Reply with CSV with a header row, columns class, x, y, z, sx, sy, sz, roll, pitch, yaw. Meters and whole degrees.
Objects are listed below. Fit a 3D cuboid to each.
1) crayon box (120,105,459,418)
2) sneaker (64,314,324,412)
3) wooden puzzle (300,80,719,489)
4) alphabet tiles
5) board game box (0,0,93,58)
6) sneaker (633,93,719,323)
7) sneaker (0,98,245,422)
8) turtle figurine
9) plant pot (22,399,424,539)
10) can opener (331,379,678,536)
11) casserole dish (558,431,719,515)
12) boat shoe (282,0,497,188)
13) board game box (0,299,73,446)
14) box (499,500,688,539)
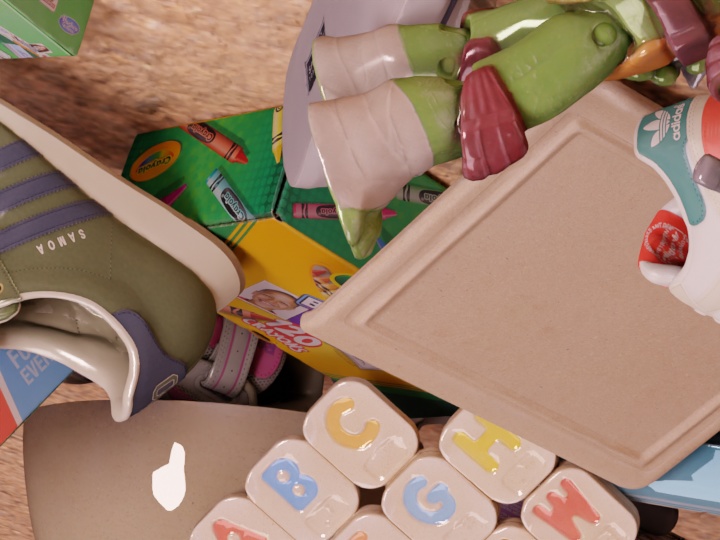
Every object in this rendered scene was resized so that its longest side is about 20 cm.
class,x,y,z,sx,sy,sz,roll,pitch,yaw
crayon box,0.000,0.000,1.212,0.200,0.058,0.119,32,155,-36
sneaker,-0.085,0.029,1.336,0.088,0.081,0.200,0,162,34
wooden puzzle,0.103,0.006,1.120,0.185,0.037,0.200,27,134,-27
alphabet tiles,0.028,0.150,1.245,0.196,0.200,0.015,42,-162,-6
board game box,-0.215,-0.140,1.053,0.134,0.029,0.200,1,155,35
sneaker,0.160,0.001,1.043,0.093,0.070,0.200,1,142,23
sneaker,-0.151,-0.011,1.124,0.200,0.090,0.067,30,151,-5
turtle figurine,0.091,-0.044,0.857,0.194,0.144,0.200,-17,145,8
plant pot,-0.072,0.146,1.348,0.200,0.135,0.200,3,169,1
can opener,0.081,0.074,1.377,0.200,0.053,0.066,25,-167,-18
casserole dish,0.173,0.085,1.254,0.200,0.039,0.121,7,-170,22
boat shoe,0.020,-0.080,0.979,0.066,0.072,0.200,1,155,-13
board game box,-0.207,0.058,1.225,0.200,0.153,0.040,-19,111,43
box,0.137,0.152,1.403,0.200,0.039,0.137,27,-176,10
